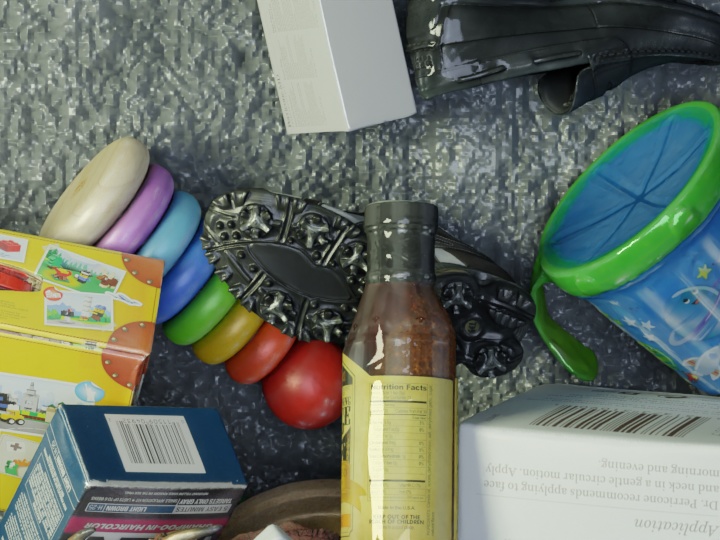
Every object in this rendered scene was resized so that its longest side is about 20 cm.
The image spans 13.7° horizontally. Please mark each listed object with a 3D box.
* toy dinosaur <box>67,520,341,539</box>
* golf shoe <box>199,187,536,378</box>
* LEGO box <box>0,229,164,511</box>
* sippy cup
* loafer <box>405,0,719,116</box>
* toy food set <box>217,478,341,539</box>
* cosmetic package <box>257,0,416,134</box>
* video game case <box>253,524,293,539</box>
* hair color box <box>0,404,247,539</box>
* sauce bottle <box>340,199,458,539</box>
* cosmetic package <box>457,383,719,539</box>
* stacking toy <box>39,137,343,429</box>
[{"bbox_3d":[-0.064,0.171,1.594,0.199,0.086,0.136,-25,120,-24],"label":"toy dinosaur"},{"bbox_3d":[0.000,0.000,1.690,0.199,0.095,0.078,23,109,-15],"label":"golf shoe"},{"bbox_3d":[-0.220,0.052,1.645,0.199,0.077,0.149,11,134,-6],"label":"LEGO box"},{"bbox_3d":[0.191,-0.004,1.696,0.130,0.178,0.140,46,62,-19],"label":"sippy cup"},{"bbox_3d":[0.118,-0.122,1.685,0.199,0.068,0.071,1,87,-23],"label":"loafer"},{"bbox_3d":[-0.015,0.207,1.725,0.199,0.049,0.199,-1,107,0],"label":"toy food set"},{"bbox_3d":[-0.026,-0.179,1.669,0.050,0.082,0.201,-16,99,-27],"label":"cosmetic package"},{"bbox_3d":[-0.030,0.240,1.562,0.143,0.017,0.200,-44,118,3],"label":"video game case"},{"bbox_3d":[-0.148,0.162,1.645,0.100,0.061,0.200,3,134,-31],"label":"hair color box"},{"bbox_3d":[0.022,0.064,1.607,0.066,0.066,0.201,2,80,-6],"label":"sauce bottle"},{"bbox_3d":[0.152,0.176,1.664,0.164,0.165,0.201,5,97,20],"label":"cosmetic package"},{"bbox_3d":[-0.083,0.016,1.698,0.200,0.085,0.085,40,91,-15],"label":"stacking toy"}]
